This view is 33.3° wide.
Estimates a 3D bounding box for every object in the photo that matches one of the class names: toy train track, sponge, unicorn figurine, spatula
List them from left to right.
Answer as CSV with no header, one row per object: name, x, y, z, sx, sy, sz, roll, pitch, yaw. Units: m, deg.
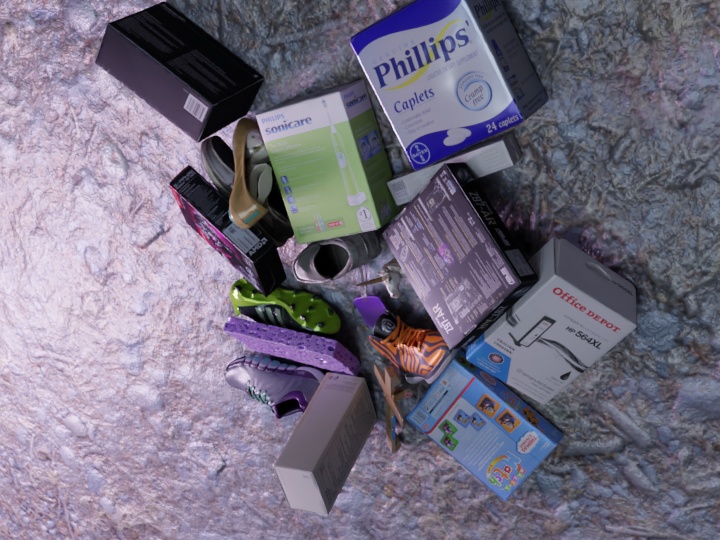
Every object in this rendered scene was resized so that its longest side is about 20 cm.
sponge,-0.108,0.119,1.901,0.198,0.112,0.030,11,74,24
spatula,0.000,0.000,1.824,0.056,0.021,0.202,-8,105,40
toy train track,0.057,0.215,1.864,0.201,0.032,0.115,88,160,-48
unicorn figurine,0.117,0.020,1.747,0.199,0.074,0.138,-32,96,21

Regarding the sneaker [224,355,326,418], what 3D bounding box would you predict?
sneaker,-0.149,0.195,1.958,0.198,0.088,0.075,2,136,29

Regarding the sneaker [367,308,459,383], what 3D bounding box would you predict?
sneaker,0.071,0.106,1.755,0.112,0.078,0.200,39,155,-7

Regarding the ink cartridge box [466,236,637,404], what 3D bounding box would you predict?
ink cartridge box,0.260,0.071,1.646,0.145,0.085,0.200,30,129,-15

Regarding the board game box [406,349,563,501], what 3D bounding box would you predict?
board game box,0.186,0.237,1.827,0.200,0.037,0.152,40,127,8

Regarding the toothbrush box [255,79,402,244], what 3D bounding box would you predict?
toothbrush box,-0.043,-0.154,1.725,0.145,0.086,0.202,-11,105,30

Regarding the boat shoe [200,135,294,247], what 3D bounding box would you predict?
boat shoe,-0.162,-0.130,1.832,0.073,0.075,0.200,-33,104,27

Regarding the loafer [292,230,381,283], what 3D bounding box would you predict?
loafer,-0.049,-0.018,1.794,0.199,0.069,0.070,-25,90,53

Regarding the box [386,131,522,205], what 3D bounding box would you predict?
box,0.128,-0.140,1.672,0.199,0.039,0.042,-19,105,35

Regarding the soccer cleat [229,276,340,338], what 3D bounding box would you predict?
soccer cleat,-0.117,0.069,1.909,0.199,0.068,0.081,21,140,21

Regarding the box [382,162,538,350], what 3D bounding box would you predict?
box,0.131,-0.020,1.633,0.160,0.043,0.201,-48,63,38

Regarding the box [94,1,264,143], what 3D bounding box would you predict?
box,-0.264,-0.293,1.758,0.199,0.141,0.079,38,129,8

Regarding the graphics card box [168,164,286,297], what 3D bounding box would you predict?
graphics card box,-0.202,-0.059,1.834,0.200,0.051,0.126,41,163,21

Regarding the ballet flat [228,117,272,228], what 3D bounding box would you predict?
ballet flat,-0.150,-0.150,1.751,0.063,0.202,0.068,-27,138,34

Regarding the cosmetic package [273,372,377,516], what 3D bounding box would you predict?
cosmetic package,-0.051,0.266,1.865,0.072,0.200,0.104,7,132,27

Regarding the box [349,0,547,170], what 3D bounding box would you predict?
box,0.115,-0.264,1.578,0.183,0.105,0.201,-22,101,35
